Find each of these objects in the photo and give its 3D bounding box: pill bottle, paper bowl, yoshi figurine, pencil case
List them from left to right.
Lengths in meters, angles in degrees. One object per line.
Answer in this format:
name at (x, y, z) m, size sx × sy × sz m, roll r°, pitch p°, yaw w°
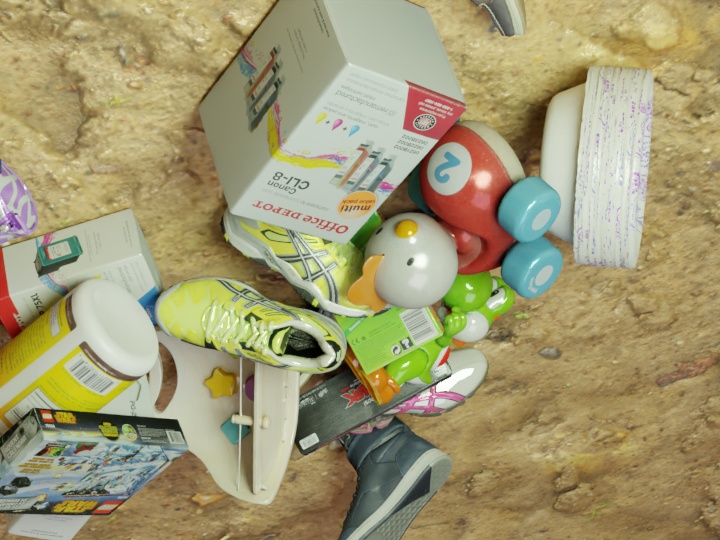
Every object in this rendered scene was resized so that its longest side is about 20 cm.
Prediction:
pencil case at (-0.399, -0.028, 1.538) m, size 0.199 × 0.086 × 0.084 m, roll -28°, pitch 140°, yaw 12°
pill bottle at (-0.302, 0.103, 1.608) m, size 0.199 × 0.110 × 0.109 m, roll -36°, pitch 139°, yaw 23°
yoshi figurine at (0.075, 0.053, 1.793) m, size 0.199 × 0.113 × 0.112 m, roll -33°, pitch 170°, yaw -8°
paper bowl at (0.237, -0.105, 1.637) m, size 0.103 × 0.202 × 0.202 m, roll 5°, pitch 143°, yaw 11°

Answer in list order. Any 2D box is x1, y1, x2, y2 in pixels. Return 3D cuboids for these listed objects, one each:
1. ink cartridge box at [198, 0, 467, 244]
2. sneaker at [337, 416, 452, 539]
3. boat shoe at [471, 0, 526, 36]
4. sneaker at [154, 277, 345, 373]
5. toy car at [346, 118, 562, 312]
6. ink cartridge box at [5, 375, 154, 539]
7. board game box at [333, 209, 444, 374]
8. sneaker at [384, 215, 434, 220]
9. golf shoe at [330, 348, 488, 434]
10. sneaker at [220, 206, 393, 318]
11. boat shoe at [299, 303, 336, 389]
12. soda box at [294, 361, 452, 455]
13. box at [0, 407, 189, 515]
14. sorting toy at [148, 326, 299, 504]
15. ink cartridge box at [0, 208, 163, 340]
ink cartridge box at (-0.030, -0.150, 1.502) m, size 0.144 × 0.146 × 0.200 m, roll 15°, pitch 132°, yaw -36°
sneaker at (0.000, 0.270, 2.008) m, size 0.203 × 0.146 × 0.077 m, roll -48°, pitch 145°, yaw -7°
boat shoe at (0.102, -0.282, 1.468) m, size 0.064 × 0.073 × 0.200 m, roll -15°, pitch 147°, yaw 14°
sneaker at (-0.108, 0.053, 1.630) m, size 0.198 × 0.076 × 0.076 m, roll 11°, pitch 92°, yaw -7°
toy car at (0.068, -0.035, 1.601) m, size 0.199 × 0.184 × 0.178 m, roll -36°, pitch 146°, yaw -18°
ink cartridge box at (-0.315, 0.178, 1.773) m, size 0.083 × 0.146 × 0.200 m, roll 15°, pitch 131°, yaw -35°
board game box at (0.000, 0.000, 1.707) m, size 0.095 × 0.030 × 0.201 m, roll -27°, pitch 99°, yaw 11°
sneaker at (0.087, -0.026, 1.758) m, size 0.198 × 0.080 × 0.074 m, roll -20°, pitch 141°, yaw -2°
golf shoe at (0.058, 0.133, 1.942) m, size 0.198 × 0.073 × 0.092 m, roll -19°, pitch 141°, yaw -1°
sneaker at (-0.046, -0.022, 1.648) m, size 0.199 × 0.076 × 0.077 m, roll 30°, pitch 124°, yaw -4°
boat shoe at (-0.070, 0.079, 1.831) m, size 0.066 × 0.072 × 0.201 m, roll 33°, pitch 123°, yaw -20°
soda box at (0.006, 0.140, 1.872) m, size 0.199 × 0.064 × 0.071 m, roll -28°, pitch 172°, yaw -1°
box at (-0.286, 0.193, 1.616) m, size 0.137 × 0.040 × 0.199 m, roll -40°, pitch 151°, yaw 25°
sorting toy at (-0.164, 0.131, 1.786) m, size 0.178 × 0.107 × 0.202 m, roll 11°, pitch 117°, yaw 14°
ink cartridge box at (-0.307, 0.023, 1.653) m, size 0.198 × 0.068 × 0.117 m, roll -18°, pitch 142°, yaw -2°
